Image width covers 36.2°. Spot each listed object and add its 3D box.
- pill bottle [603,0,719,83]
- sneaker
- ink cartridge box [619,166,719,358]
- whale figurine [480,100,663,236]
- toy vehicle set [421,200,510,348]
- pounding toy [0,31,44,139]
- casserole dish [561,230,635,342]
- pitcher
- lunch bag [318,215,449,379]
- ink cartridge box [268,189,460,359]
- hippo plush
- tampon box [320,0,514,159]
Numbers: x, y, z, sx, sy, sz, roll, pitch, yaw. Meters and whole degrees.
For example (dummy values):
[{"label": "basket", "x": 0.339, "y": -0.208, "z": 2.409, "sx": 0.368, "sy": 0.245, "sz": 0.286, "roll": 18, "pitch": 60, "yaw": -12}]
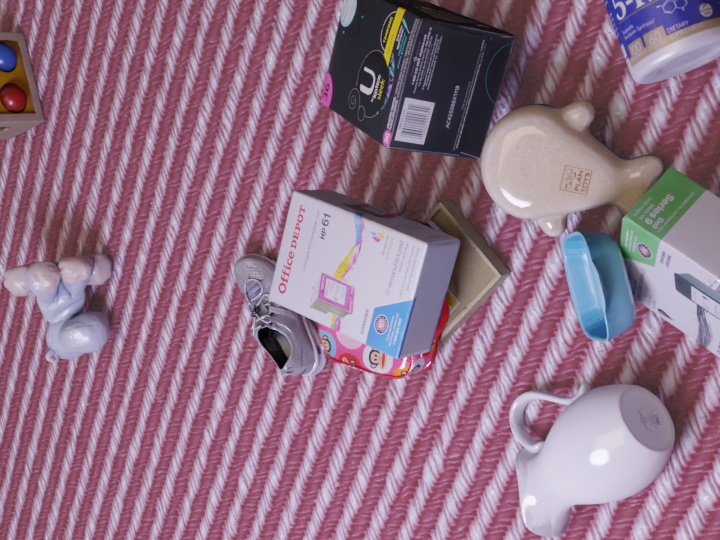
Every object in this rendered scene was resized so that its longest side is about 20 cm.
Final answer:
[{"label": "pill bottle", "x": 0.306, "y": -0.309, "z": 1.143, "sx": 0.119, "sy": 0.119, "sz": 0.201, "roll": -24, "pitch": 82, "yaw": 37}, {"label": "sneaker", "x": -0.123, "y": 0.060, "z": 1.545, "sx": 0.075, "sy": 0.082, "sz": 0.201, "roll": -46, "pitch": 70, "yaw": 32}, {"label": "ink cartridge box", "x": 0.367, "y": 0.010, "z": 1.123, "sx": 0.200, "sy": 0.084, "sz": 0.146, "roll": 38, "pitch": 163, "yaw": 27}, {"label": "whale figurine", "x": 0.238, "y": -0.118, "z": 1.253, "sx": 0.199, "sy": 0.104, "sz": 0.160, "roll": 13, "pitch": 111, "yaw": 10}, {"label": "toy vehicle set", "x": 0.088, "y": 0.023, "z": 1.415, "sx": 0.125, "sy": 0.026, "sz": 0.200, "roll": 53, "pitch": 123, "yaw": 19}, {"label": "pounding toy", "x": -0.626, "y": -0.294, "z": 1.797, "sx": 0.142, "sy": 0.199, "sz": 0.185, "roll": -16, "pitch": 87, "yaw": 37}, {"label": "casserole dish", "x": 0.261, "y": 0.014, "z": 1.209, "sx": 0.039, "sy": 0.200, "sz": 0.122, "roll": -14, "pitch": 88, "yaw": 2}, {"label": "pitcher", "x": 0.254, "y": 0.192, "z": 1.271, "sx": 0.200, "sy": 0.121, "sz": 0.173, "roll": -47, "pitch": 54, "yaw": 44}, {"label": "lunch bag", "x": 0.036, "y": 0.031, "z": 1.387, "sx": 0.175, "sy": 0.082, "sz": 0.202, "roll": 13, "pitch": 104, "yaw": 35}, {"label": "ink cartridge box", "x": 0.000, "y": 0.000, "z": 1.314, "sx": 0.199, "sy": 0.084, "sz": 0.146, "roll": 23, "pitch": 106, "yaw": 31}, {"label": "hippo plush", "x": -0.489, "y": 0.067, "z": 1.775, "sx": 0.199, "sy": 0.159, "sz": 0.162, "roll": -10, "pitch": 90, "yaw": 37}, {"label": "tampon box", "x": 0.059, "y": -0.234, "z": 1.292, "sx": 0.200, "sy": 0.125, "sz": 0.151, "roll": 41, "pitch": 122, "yaw": 55}]
